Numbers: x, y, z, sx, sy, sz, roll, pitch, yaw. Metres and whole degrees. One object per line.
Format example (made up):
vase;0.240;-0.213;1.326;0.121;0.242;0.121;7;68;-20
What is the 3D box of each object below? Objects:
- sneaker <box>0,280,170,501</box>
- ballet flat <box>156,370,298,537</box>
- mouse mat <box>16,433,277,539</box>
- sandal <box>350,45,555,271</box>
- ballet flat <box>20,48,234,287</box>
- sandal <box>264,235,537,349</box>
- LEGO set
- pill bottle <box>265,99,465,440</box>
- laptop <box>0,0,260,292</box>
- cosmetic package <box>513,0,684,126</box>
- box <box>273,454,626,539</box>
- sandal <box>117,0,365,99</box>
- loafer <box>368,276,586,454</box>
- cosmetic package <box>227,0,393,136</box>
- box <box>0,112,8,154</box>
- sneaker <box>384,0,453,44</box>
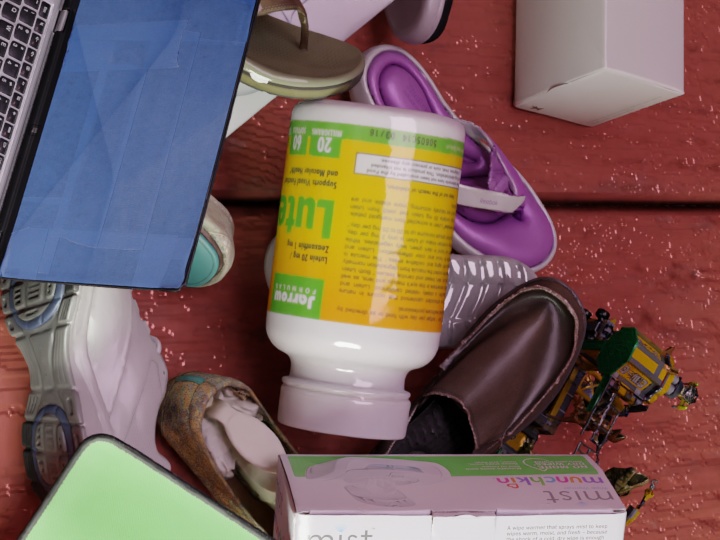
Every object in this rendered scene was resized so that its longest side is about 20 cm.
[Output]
sneaker;-0.161;0.044;1.176;0.087;0.074;0.202;-2;87;-47
ballet flat;-0.050;0.142;1.224;0.200;0.071;0.071;51;56;-15
mouse mat;-0.137;0.210;1.100;0.160;0.008;0.201;34;96;-9
sandal;0.070;-0.073;1.356;0.203;0.050;0.083;44;59;-19
ballet flat;-0.153;-0.069;1.212;0.200;0.067;0.063;48;29;-21
sandal;0.025;0.017;1.317;0.201;0.050;0.083;12;88;-21
LEGO set;0.159;0.139;1.323;0.116;0.153;0.201;36;65;-23
pill bottle;0.000;0.000;1.221;0.110;0.111;0.202;7;90;-34
laptop;-0.185;-0.100;1.076;0.199;0.116;0.189;26;65;-29
cosmetic package;0.175;-0.219;1.438;0.084;0.107;0.202;10;75;-34
box;0.047;0.207;1.174;0.198;0.097;0.178;0;106;-9
sandal;-0.082;-0.166;1.178;0.200;0.057;0.080;29;29;-15
loafer;0.076;0.089;1.270;0.073;0.071;0.200;39;86;4
cosmetic package;-0.095;-0.208;1.243;0.151;0.052;0.200;-40;104;-9
box;-0.283;-0.152;1.128;0.116;0.060;0.202;-8;84;-36
sneaker;0.076;-0.242;1.385;0.111;0.073;0.201;16;63;-32
